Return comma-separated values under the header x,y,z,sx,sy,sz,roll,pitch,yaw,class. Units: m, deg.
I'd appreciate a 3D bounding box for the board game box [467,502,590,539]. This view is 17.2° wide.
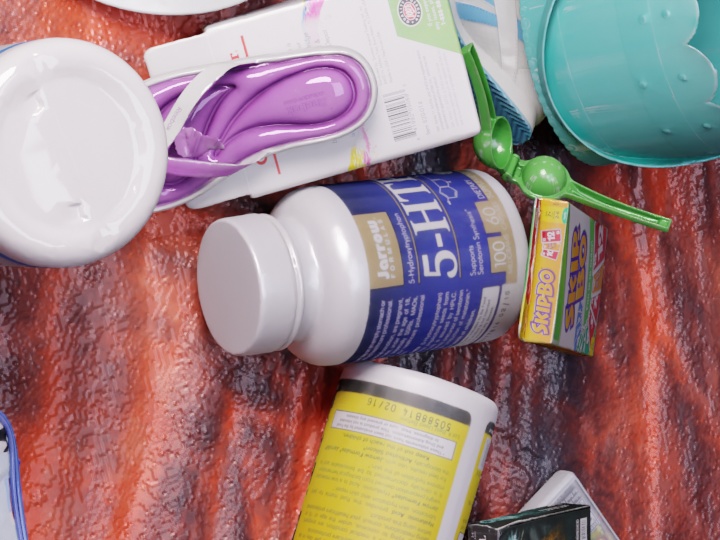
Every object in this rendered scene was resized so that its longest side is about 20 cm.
x,y,z,sx,sy,sz,roll,pitch,yaw,class
0.118,0.268,1.653,0.135,0.028,0.201,-2,92,-56,board game box

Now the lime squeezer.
x,y,z,sx,sy,sz,roll,pitch,yaw,class
0.124,-0.081,1.639,0.200,0.071,0.038,40,37,-20,lime squeezer

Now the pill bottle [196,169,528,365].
x,y,z,sx,sy,sz,roll,pitch,yaw,class
0.000,0.000,1.581,0.200,0.120,0.120,-8,95,-31,pill bottle

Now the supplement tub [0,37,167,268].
x,y,z,sx,sy,sz,roll,pitch,yaw,class
-0.211,-0.067,1.408,0.132,0.200,0.132,0,91,-31,supplement tub

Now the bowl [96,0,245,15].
x,y,z,sx,sy,sz,roll,pitch,yaw,class
-0.125,-0.261,1.487,0.201,0.201,0.091,31,42,-27,bowl

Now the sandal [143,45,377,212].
x,y,z,sx,sy,sz,roll,pitch,yaw,class
-0.088,-0.094,1.505,0.202,0.050,0.083,-22,99,0,sandal

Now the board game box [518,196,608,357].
x,y,z,sx,sy,sz,roll,pitch,yaw,class
0.140,0.007,1.644,0.200,0.030,0.096,16,80,-73,board game box

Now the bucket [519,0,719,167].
x,y,z,sx,sy,sz,roll,pitch,yaw,class
0.208,-0.169,1.654,0.207,0.135,0.208,27,58,-53,bucket

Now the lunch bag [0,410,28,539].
x,y,z,sx,sy,sz,roll,pitch,yaw,class
-0.273,0.172,1.450,0.160,0.076,0.200,-9,96,-33,lunch bag

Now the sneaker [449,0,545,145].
x,y,z,sx,sy,sz,roll,pitch,yaw,class
0.071,-0.185,1.654,0.081,0.076,0.200,-51,120,-30,sneaker

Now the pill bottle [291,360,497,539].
x,y,z,sx,sy,sz,roll,pitch,yaw,class
0.014,0.170,1.598,0.111,0.111,0.200,22,79,-29,pill bottle

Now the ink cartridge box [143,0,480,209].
x,y,z,sx,sy,sz,roll,pitch,yaw,class
-0.033,-0.120,1.565,0.200,0.067,0.117,-15,100,-3,ink cartridge box

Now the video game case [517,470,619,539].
x,y,z,sx,sy,sz,roll,pitch,yaw,class
0.132,0.277,1.721,0.200,0.023,0.182,-44,112,-23,video game case
